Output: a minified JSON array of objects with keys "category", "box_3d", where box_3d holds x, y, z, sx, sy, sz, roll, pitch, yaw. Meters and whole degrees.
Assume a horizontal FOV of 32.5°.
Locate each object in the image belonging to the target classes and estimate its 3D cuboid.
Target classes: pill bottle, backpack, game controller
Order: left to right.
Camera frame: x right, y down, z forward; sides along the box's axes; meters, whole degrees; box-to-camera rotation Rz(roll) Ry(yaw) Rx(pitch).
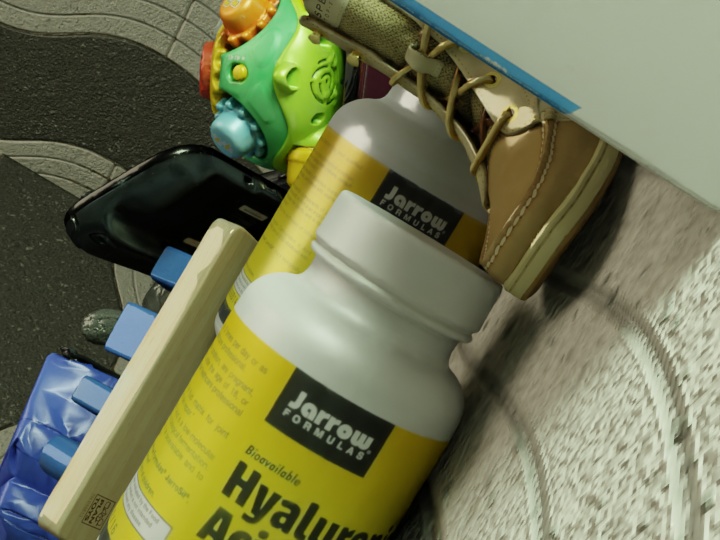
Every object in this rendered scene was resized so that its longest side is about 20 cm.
[{"category":"backpack","box_3d":[-0.206,0.190,1.046,0.163,0.200,0.168,-45,25,59]},{"category":"game controller","box_3d":[-0.101,-0.029,0.799,0.104,0.042,0.200,-37,-22,12]},{"category":"pill bottle","box_3d":[-0.024,0.071,0.537,0.200,0.111,0.111,-60,6,5]},{"category":"pill bottle","box_3d":[0.012,-0.023,0.684,0.200,0.112,0.112,-59,6,9]}]

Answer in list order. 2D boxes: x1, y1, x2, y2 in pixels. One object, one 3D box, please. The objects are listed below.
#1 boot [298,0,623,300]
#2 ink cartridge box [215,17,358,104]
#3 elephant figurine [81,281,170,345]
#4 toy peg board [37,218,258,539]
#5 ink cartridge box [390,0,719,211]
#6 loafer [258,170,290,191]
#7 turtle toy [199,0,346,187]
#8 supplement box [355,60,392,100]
[{"category":"boot","box_3d":[0.039,-0.084,0.549,0.073,0.155,0.200,-54,8,39]},{"category":"ink cartridge box","box_3d":[-0.018,-0.160,0.958,0.116,0.200,0.068,-55,7,40]},{"category":"elephant figurine","box_3d":[-0.121,0.040,1.042,0.155,0.200,0.142,-60,6,-3]},{"category":"toy peg board","box_3d":[-0.116,0.086,0.786,0.200,0.098,0.199,-61,-33,-13]},{"category":"ink cartridge box","box_3d":[0.098,-0.132,0.434,0.125,0.128,0.200,-56,7,22]},{"category":"loafer","box_3d":[-0.021,-0.079,0.908,0.200,0.071,0.068,-28,4,9]},{"category":"turtle toy","box_3d":[-0.054,-0.129,0.824,0.200,0.101,0.146,-95,11,-82]},{"category":"supplement box","box_3d":[0.044,-0.147,0.760,0.200,0.085,0.111,97,177,-46]}]
